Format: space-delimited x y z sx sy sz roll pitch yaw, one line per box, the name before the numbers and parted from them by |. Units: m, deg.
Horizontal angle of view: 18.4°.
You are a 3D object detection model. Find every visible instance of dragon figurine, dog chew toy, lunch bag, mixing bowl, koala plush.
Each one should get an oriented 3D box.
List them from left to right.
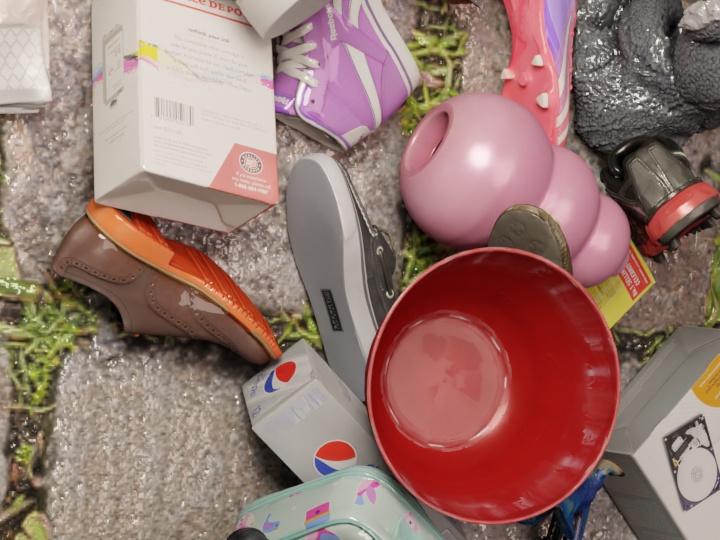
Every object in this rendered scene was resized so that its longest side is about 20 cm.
lunch bag | 0.007 0.242 1.657 0.200 0.160 0.077 50 32 -24
mixing bowl | 0.082 0.085 1.657 0.200 0.108 0.201 0 89 -19
dog chew toy | 0.129 -0.052 1.741 0.200 0.124 0.125 32 75 -23
dragon figurine | 0.156 0.178 1.786 0.100 0.059 0.200 -61 146 -19
koala plush | 0.282 -0.171 1.805 0.177 0.200 0.184 42 70 -29

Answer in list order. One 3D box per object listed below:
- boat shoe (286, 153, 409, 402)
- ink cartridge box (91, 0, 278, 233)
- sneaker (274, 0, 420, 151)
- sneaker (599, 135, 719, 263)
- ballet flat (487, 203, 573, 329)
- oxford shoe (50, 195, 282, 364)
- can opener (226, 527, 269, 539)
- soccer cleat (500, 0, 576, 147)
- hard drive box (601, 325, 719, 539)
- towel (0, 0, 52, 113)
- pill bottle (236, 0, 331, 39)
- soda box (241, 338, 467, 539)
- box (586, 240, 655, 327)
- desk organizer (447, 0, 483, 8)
boat shoe | 0.000 0.000 1.699 0.066 0.070 0.201 -27 108 -36
ink cartridge box | -0.126 -0.138 1.581 0.116 0.067 0.201 14 63 -35
sneaker | -0.042 -0.178 1.659 0.114 0.073 0.201 -45 116 -21
sneaker | 0.242 -0.062 1.813 0.071 0.200 0.098 -37 83 1
ballet flat | 0.141 0.017 1.710 0.046 0.067 0.200 -56 146 -34
oxford shoe | -0.139 0.020 1.616 0.073 0.071 0.200 -47 123 8
can opener | -0.041 0.261 1.606 0.063 0.079 0.200 -43 110 -5
soccer cleat | 0.150 -0.180 1.798 0.076 0.067 0.201 -12 97 -40
hard drive box | 0.301 0.173 1.912 0.156 0.077 0.200 -46 117 -23
towel | -0.301 -0.197 1.501 0.200 0.032 0.192 -7 96 -35
pill bottle | -0.088 -0.269 1.553 0.114 0.114 0.200 -36 88 -28
soda box | -0.004 0.148 1.692 0.063 0.068 0.200 -38 116 8
box | 0.151 0.044 1.816 0.200 0.050 0.075 -42 114 -26
desk organizer | 0.012 -0.277 1.685 0.200 0.077 0.072 31 75 -32
